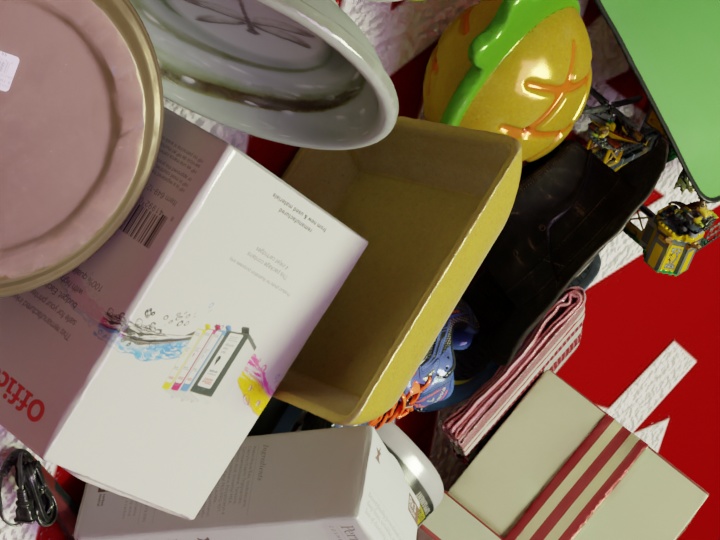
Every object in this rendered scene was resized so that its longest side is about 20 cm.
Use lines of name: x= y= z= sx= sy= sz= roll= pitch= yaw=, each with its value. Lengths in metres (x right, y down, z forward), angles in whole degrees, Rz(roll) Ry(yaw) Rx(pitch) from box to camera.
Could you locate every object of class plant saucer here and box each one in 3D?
plant saucer: x=0.000 y=0.000 z=1.113 sx=0.048 sy=0.200 sz=0.200 roll=41 pitch=76 yaw=-35
plant saucer: x=-0.067 y=-0.136 z=0.996 sx=0.200 sy=0.200 sz=0.050 roll=41 pitch=64 yaw=-50
plant saucer: x=-0.195 y=-0.077 z=0.918 sx=0.199 sy=0.029 sz=0.201 roll=-7 pitch=109 yaw=-19

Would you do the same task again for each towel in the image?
towel: x=0.120 y=0.085 z=1.375 sx=0.144 sy=0.023 sz=0.200 roll=-48 pitch=168 yaw=-5

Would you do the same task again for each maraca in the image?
maraca: x=0.102 y=-0.138 z=1.201 sx=0.137 sy=0.107 sz=0.200 roll=-45 pitch=165 yaw=-23

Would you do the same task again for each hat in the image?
hat: x=0.127 y=-0.033 z=1.256 sx=0.201 sy=0.081 sz=0.201 roll=-52 pitch=-177 yaw=4

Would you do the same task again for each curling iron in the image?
curling iron: x=-0.188 y=0.181 z=1.183 sx=0.200 sy=0.025 sz=0.050 roll=63 pitch=30 yaw=-50

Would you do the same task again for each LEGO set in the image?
LEGO set: x=0.260 y=-0.099 z=1.371 sx=0.199 sy=0.154 sz=0.116 roll=-19 pitch=143 yaw=-32

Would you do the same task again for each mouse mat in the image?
mouse mat: x=0.264 y=-0.160 z=1.349 sx=0.161 sy=0.008 sz=0.201 roll=-24 pitch=86 yaw=-34

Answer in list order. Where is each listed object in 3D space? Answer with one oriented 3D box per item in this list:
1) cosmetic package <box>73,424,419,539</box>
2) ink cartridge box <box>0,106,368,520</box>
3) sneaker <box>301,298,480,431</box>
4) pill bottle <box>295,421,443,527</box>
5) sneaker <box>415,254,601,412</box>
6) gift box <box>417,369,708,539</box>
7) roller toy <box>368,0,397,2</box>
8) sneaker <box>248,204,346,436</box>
cosmetic package: x=-0.072 y=0.163 z=1.166 sx=0.102 sy=0.199 sz=0.074 roll=59 pitch=32 yaw=-46
ink cartridge box: x=-0.129 y=0.014 z=1.050 sx=0.200 sy=0.147 sz=0.145 roll=-58 pitch=140 yaw=-1
sneaker: x=0.027 y=0.071 z=1.238 sx=0.200 sy=0.078 sz=0.075 roll=-55 pitch=-179 yaw=-39
pill bottle: x=-0.044 y=0.192 z=1.275 sx=0.200 sy=0.112 sz=0.113 roll=-45 pitch=138 yaw=-15
sneaker: x=0.106 y=0.038 z=1.383 sx=0.200 sy=0.066 sz=0.079 roll=-39 pitch=165 yaw=-32
gift box: x=0.150 y=0.222 z=1.413 sx=0.187 sy=0.184 sz=0.200 roll=-48 pitch=162 yaw=-15
roller toy: x=0.026 y=-0.241 z=0.938 sx=0.139 sy=0.182 sz=0.201 roll=-21 pitch=103 yaw=-37
sneaker: x=-0.056 y=0.042 z=1.202 sx=0.078 sy=0.070 sz=0.201 roll=16 pitch=102 yaw=-55
